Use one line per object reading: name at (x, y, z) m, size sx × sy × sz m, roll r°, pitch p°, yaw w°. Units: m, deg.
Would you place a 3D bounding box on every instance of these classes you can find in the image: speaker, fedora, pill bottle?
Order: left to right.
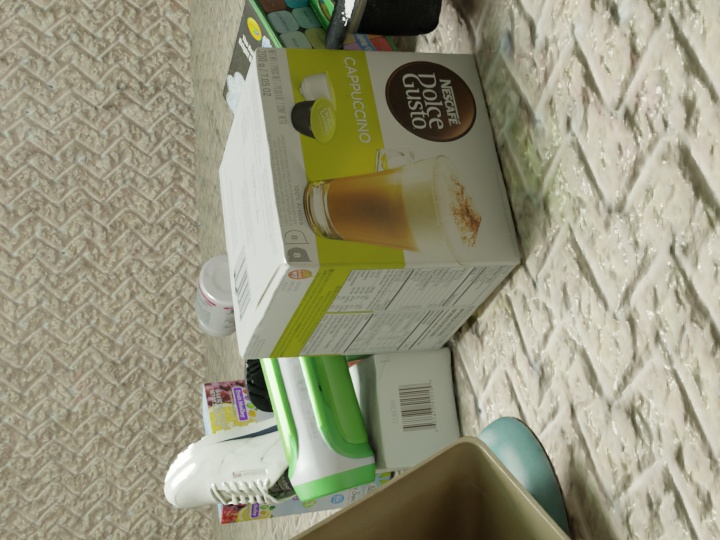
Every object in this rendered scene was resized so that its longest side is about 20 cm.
pill bottle at (-0.278, 0.056, 2.162) m, size 0.200 × 0.113 × 0.114 m, roll 117°, pitch 147°, yaw -62°
speaker at (-0.047, 0.110, 1.003) m, size 0.088 × 0.088 × 0.201 m, roll 133°, pitch 123°, yaw -70°
fedora at (0.033, -0.257, 0.912) m, size 0.201 × 0.091 × 0.201 m, roll -164°, pitch 90°, yaw -84°

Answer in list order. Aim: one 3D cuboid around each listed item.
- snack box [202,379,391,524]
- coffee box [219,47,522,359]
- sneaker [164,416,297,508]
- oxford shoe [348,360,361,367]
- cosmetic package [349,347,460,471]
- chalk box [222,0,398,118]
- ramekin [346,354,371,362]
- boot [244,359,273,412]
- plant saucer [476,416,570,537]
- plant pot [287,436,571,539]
snack box at (-0.080, 0.205, 1.274) m, size 0.169 × 0.199 × 0.068 m, roll -110°, pitch 22°, yaw -45°
coffee box at (-0.003, -0.053, 0.919) m, size 0.200 × 0.197 × 0.200 m, roll 122°, pitch 143°, yaw -60°
sneaker at (-0.116, 0.214, 1.130) m, size 0.076 × 0.199 × 0.081 m, roll 61°, pitch -172°, yaw -47°
oxford shoe at (-0.003, 0.057, 1.251) m, size 0.074 × 0.070 × 0.201 m, roll 30°, pitch -126°, yaw -77°
cosmetic package at (0.031, 0.148, 1.080) m, size 0.200 × 0.081 × 0.113 m, roll 140°, pitch 126°, yaw -73°
chalk box at (-0.049, -0.215, 1.095) m, size 0.125 × 0.124 × 0.200 m, roll 61°, pitch 149°, yaw 22°
ramekin at (0.000, 0.000, 1.122) m, size 0.200 × 0.097 × 0.201 m, roll 177°, pitch 90°, yaw -76°
boot at (-0.102, 0.042, 1.187) m, size 0.162 × 0.073 × 0.199 m, roll -150°, pitch 65°, yaw -70°
plant saucer at (0.118, 0.221, 0.866) m, size 0.200 × 0.027 × 0.201 m, roll 176°, pitch 90°, yaw -75°
plant pot at (0.060, 0.278, 0.742) m, size 0.200 × 0.199 × 0.177 m, roll 46°, pitch 155°, yaw 40°
